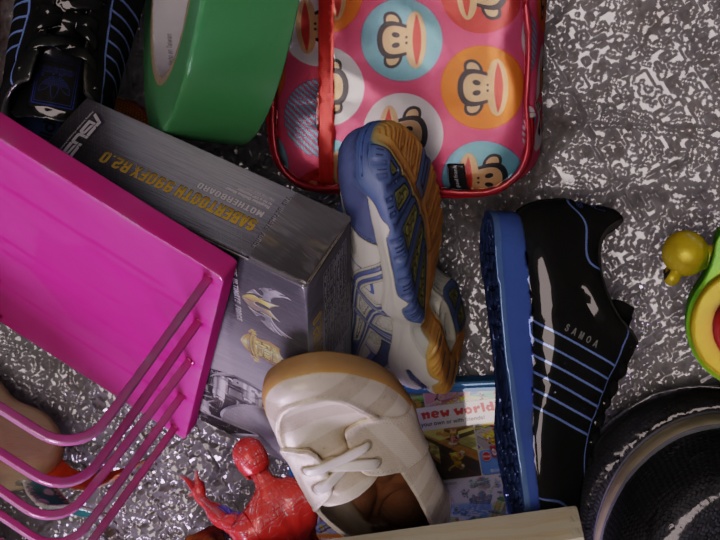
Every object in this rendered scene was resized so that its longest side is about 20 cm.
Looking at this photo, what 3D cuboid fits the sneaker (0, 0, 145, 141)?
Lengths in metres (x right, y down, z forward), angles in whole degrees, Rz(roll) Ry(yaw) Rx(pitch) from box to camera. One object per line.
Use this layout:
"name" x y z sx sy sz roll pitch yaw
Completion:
"sneaker" -0.151 -0.125 0.770 0.069 0.078 0.202 9 107 -10

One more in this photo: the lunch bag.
"lunch bag" 0.014 -0.142 0.796 0.174 0.082 0.202 3 102 15

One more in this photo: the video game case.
"video game case" 0.031 0.164 0.877 0.141 0.018 0.202 -3 100 12

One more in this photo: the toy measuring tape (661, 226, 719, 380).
"toy measuring tape" 0.240 0.051 0.790 0.199 0.074 0.074 38 105 3

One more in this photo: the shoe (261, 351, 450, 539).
"shoe" 0.008 0.108 0.771 0.069 0.200 0.054 -23 50 10

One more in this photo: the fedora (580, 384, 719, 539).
"fedora" 0.194 0.169 0.806 0.198 0.092 0.203 2 100 11

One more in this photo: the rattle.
"rattle" -0.246 0.137 0.893 0.198 0.130 0.144 19 110 -13

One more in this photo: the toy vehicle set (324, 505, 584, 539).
"toy vehicle set" 0.026 0.197 0.786 0.198 0.027 0.125 -9 119 5

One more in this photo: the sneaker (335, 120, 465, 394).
"sneaker" 0.000 0.000 0.781 0.087 0.076 0.201 7 142 17

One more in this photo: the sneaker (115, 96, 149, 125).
"sneaker" -0.213 -0.071 0.851 0.198 0.077 0.074 1 99 9

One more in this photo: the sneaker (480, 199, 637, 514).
"sneaker" 0.114 0.062 0.801 0.077 0.070 0.202 -6 97 -5

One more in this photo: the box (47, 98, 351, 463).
"box" -0.082 0.016 0.782 0.157 0.049 0.201 25 149 15

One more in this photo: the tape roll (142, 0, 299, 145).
"tape roll" -0.072 -0.167 0.743 0.048 0.200 0.203 5 103 -16

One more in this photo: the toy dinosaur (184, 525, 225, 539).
"toy dinosaur" -0.130 0.246 0.890 0.198 0.105 0.184 -2 75 30

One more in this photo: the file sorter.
"file sorter" -0.164 0.050 0.735 0.138 0.200 0.126 32 60 5

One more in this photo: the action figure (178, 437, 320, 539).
"action figure" -0.038 0.171 0.847 0.065 0.099 0.201 -30 117 -16
